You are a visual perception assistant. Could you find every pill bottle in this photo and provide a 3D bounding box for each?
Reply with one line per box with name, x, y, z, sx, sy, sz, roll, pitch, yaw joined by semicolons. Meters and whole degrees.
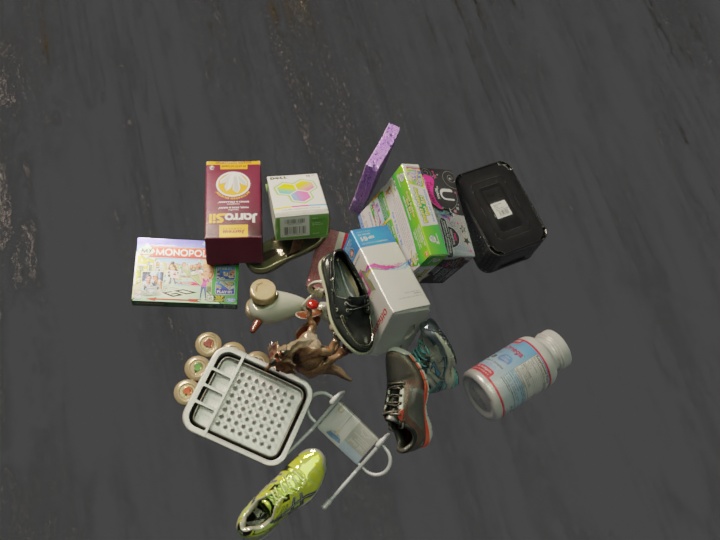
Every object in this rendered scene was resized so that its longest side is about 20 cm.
pill bottle;0.304;0.196;1.584;0.200;0.109;0.109;-28;74;-20

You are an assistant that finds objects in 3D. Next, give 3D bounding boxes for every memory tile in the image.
memory tile;-0.235;0.211;1.538;0.200;0.017;0.153;21;65;0

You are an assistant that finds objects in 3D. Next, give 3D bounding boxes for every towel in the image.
towel;0.000;0.000;1.669;0.200;0.023;0.144;16;63;-4

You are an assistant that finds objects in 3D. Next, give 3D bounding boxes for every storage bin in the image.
storage bin;0.281;-0.113;1.726;0.135;0.094;0.200;-19;70;-17

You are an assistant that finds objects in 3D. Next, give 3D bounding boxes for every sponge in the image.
sponge;0.027;-0.202;1.664;0.030;0.200;0.112;26;66;1

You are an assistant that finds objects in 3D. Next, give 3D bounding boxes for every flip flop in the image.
flip flop;-0.144;-0.066;1.646;0.200;0.058;0.081;-32;58;-17

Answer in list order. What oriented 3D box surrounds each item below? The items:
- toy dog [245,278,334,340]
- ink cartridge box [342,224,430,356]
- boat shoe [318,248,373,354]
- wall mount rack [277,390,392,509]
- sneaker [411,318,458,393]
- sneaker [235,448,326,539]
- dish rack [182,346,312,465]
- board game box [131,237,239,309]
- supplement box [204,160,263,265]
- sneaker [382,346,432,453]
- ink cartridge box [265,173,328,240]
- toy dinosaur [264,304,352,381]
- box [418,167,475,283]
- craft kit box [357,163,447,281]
toy dog;-0.132;0.087;1.556;0.200;0.132;0.096;0;57;14
ink cartridge box;0.036;0.038;1.540;0.085;0.145;0.200;-10;55;-27
boat shoe;-0.017;0.050;1.472;0.074;0.066;0.200;-3;64;-30
wall mount rack;-0.047;0.322;1.494;0.200;0.075;0.174;42;98;11
sneaker;0.128;0.170;1.524;0.086;0.200;0.078;-25;47;-6
sneaker;-0.133;0.392;1.423;0.075;0.076;0.200;40;79;11
dish rack;-0.203;0.249;1.494;0.200;0.044;0.172;24;64;1
board game box;-0.338;0.006;1.606;0.200;0.029;0.135;2;67;-8
supplement box;-0.248;-0.116;1.619;0.110;0.086;0.200;-2;54;-7
sneaker;0.077;0.241;1.499;0.082;0.077;0.200;-21;99;-46
ink cartridge box;-0.130;-0.143;1.643;0.104;0.059;0.200;-5;39;-10
toy dinosaur;-0.098;0.160;1.496;0.136;0.200;0.086;-44;46;-7
box;0.133;-0.090;1.658;0.115;0.132;0.200;-1;65;-30
craft kit box;0.076;-0.071;1.596;0.048;0.198;0.200;-3;65;-27
